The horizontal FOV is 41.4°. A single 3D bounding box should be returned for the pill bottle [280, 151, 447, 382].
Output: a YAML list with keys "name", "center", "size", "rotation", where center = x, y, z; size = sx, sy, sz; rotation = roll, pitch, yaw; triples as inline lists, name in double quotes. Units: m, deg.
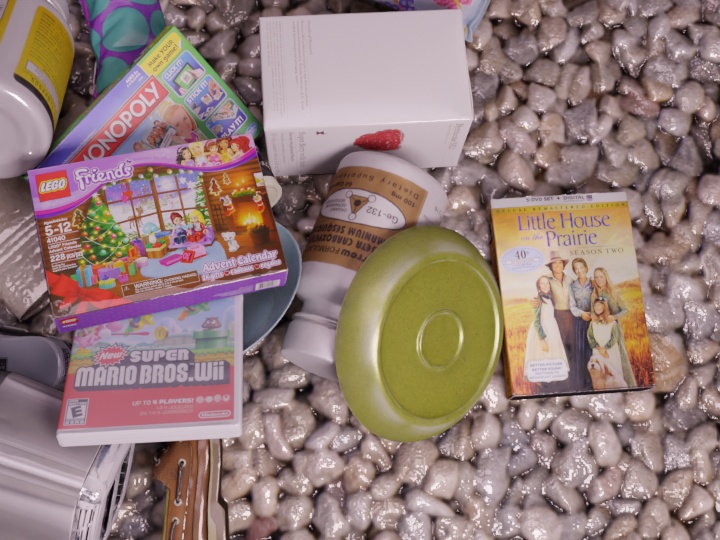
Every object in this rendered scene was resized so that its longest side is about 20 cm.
- name: "pill bottle"
  center: [0.000, 0.000, 0.901]
  size: [0.113, 0.114, 0.202]
  rotation: [20, 74, 3]

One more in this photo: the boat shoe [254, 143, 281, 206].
- name: "boat shoe"
  center: [-0.177, -0.067, 0.897]
  size: [0.198, 0.072, 0.068]
  rotation: [-20, 71, -17]

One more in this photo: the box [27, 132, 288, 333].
- name: "box"
  center: [-0.174, -0.036, 0.824]
  size: [0.198, 0.039, 0.138]
  rotation: [-12, 71, -14]

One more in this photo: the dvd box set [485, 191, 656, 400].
- name: "dvd box set"
  center: [0.207, 0.023, 0.948]
  size: [0.145, 0.029, 0.202]
  rotation: [-3, 74, -3]

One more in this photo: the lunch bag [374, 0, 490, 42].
- name: "lunch bag"
  center: [0.079, -0.359, 0.998]
  size: [0.168, 0.128, 0.201]
  rotation: [24, 45, 3]

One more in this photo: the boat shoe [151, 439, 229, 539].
- name: "boat shoe"
  center: [-0.157, 0.178, 0.863]
  size: [0.067, 0.072, 0.202]
  rotation: [-4, 74, -5]

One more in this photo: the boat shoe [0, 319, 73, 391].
- name: "boat shoe"
  center: [-0.335, 0.081, 0.885]
  size: [0.197, 0.068, 0.074]
  rotation: [-2, 84, 22]

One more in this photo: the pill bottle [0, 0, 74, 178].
- name: "pill bottle"
  center: [-0.327, -0.190, 0.885]
  size: [0.110, 0.112, 0.201]
  rotation: [0, 47, -3]

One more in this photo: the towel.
- name: "towel"
  center: [-0.302, -0.063, 0.947]
  size: [0.132, 0.035, 0.200]
  rotation: [43, 76, 11]

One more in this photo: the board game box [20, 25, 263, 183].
- name: "board game box"
  center: [-0.204, -0.115, 0.915]
  size: [0.200, 0.029, 0.135]
  rotation: [-50, 119, -12]

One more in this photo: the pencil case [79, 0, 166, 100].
- name: "pencil case"
  center: [-0.251, -0.259, 0.980]
  size: [0.092, 0.085, 0.202]
  rotation: [-13, 74, -20]

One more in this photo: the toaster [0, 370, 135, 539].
- name: "toaster"
  center: [-0.268, 0.173, 0.803]
  size: [0.128, 0.201, 0.114]
  rotation: [18, 39, -3]

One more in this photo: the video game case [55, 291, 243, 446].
- name: "video game case"
  center: [-0.170, 0.059, 0.805]
  size: [0.141, 0.018, 0.201]
  rotation: [-2, 44, -4]

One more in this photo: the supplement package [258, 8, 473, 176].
- name: "supplement package"
  center: [0.002, -0.174, 0.948]
  size: [0.198, 0.121, 0.121]
  rotation: [-4, 74, -3]

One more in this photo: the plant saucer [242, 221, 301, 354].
- name: "plant saucer"
  center: [-0.143, 0.030, 0.894]
  size: [0.199, 0.039, 0.202]
  rotation: [-13, 44, 12]

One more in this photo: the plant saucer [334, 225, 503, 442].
- name: "plant saucer"
  center: [0.065, 0.061, 0.865]
  size: [0.198, 0.031, 0.202]
  rotation: [-6, 100, -37]
